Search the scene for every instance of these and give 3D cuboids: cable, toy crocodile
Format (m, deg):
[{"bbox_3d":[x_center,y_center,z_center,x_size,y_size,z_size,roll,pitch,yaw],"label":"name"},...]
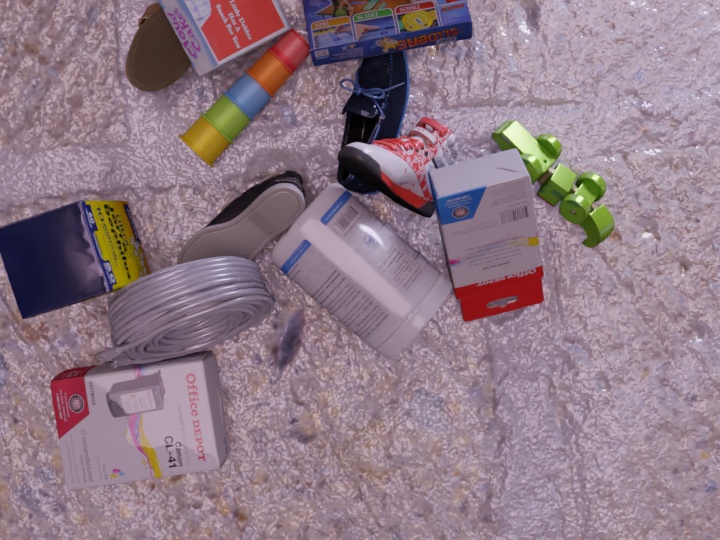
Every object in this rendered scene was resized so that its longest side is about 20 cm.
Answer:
[{"bbox_3d":[-0.208,0.049,1.222,0.200,0.200,0.069,-31,72,30],"label":"cable"},{"bbox_3d":[0.247,-0.113,1.277,0.200,0.062,0.068,41,54,0],"label":"toy crocodile"}]

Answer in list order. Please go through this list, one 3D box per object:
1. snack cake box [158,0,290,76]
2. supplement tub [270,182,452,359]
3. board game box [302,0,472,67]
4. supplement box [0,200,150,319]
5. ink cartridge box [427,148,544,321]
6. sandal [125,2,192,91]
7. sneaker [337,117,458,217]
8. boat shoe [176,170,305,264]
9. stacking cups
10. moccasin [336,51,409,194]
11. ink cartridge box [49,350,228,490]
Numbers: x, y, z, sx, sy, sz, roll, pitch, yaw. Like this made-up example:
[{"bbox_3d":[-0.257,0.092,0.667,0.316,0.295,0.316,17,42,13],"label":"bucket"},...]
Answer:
[{"bbox_3d":[-0.188,-0.356,1.219,0.115,0.067,0.201,-34,105,-28],"label":"snack cake box"},{"bbox_3d":[0.000,0.000,1.247,0.200,0.132,0.132,42,93,-3],"label":"supplement tub"},{"bbox_3d":[0.029,-0.332,1.241,0.199,0.034,0.136,-9,62,1],"label":"board game box"},{"bbox_3d":[-0.342,-0.018,1.212,0.109,0.200,0.109,-17,94,2],"label":"supplement box"},{"bbox_3d":[0.160,-0.040,1.249,0.116,0.067,0.201,-14,127,1],"label":"ink cartridge box"},{"bbox_3d":[-0.242,-0.311,1.267,0.077,0.070,0.212,31,73,-29],"label":"sandal"},{"bbox_3d":[0.051,-0.146,1.219,0.067,0.201,0.108,24,88,36],"label":"sneaker"},{"bbox_3d":[-0.152,-0.059,1.277,0.200,0.060,0.074,-37,115,23],"label":"boat shoe"},{"bbox_3d":[-0.146,-0.226,1.270,0.060,0.061,0.200,41,91,-2],"label":"stacking cups"},{"bbox_3d":[0.014,-0.196,1.251,0.068,0.080,0.201,2,94,-45],"label":"moccasin"},{"bbox_3d":[-0.281,0.191,1.284,0.199,0.086,0.148,-8,93,2],"label":"ink cartridge box"}]
